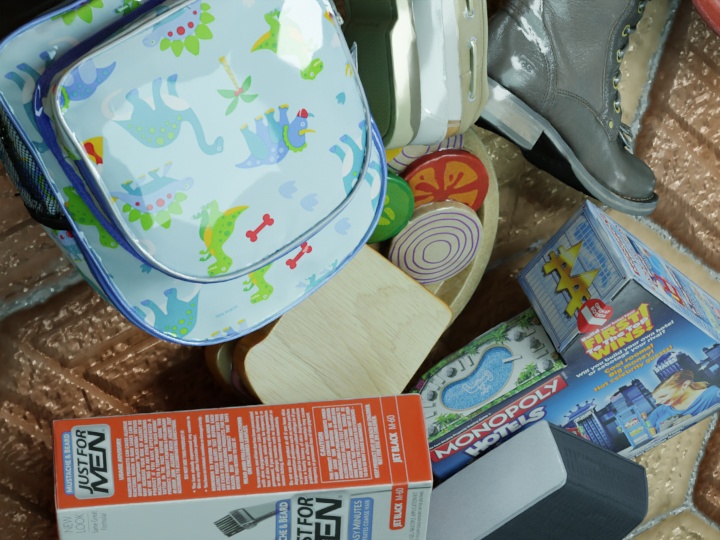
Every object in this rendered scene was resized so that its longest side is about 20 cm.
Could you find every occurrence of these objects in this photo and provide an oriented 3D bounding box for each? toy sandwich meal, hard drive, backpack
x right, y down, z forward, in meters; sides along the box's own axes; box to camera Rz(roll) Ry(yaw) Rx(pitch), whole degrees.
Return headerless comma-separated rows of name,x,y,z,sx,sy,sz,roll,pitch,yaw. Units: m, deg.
toy sandwich meal,0.000,0.000,1.525,0.205,0.070,0.205,-15,124,-23
hard drive,0.067,0.168,1.630,0.200,0.042,0.135,-37,146,20
backpack,-0.081,-0.068,1.367,0.183,0.147,0.200,-32,118,-11

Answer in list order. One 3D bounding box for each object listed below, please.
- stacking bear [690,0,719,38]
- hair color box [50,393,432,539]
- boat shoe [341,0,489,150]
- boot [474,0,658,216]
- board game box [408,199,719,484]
stacking bear,0.260,-0.154,1.557,0.122,0.114,0.200,-52,149,4
hair color box,-0.065,0.128,1.505,0.200,0.064,0.111,-3,143,-4
boat shoe,0.030,-0.164,1.437,0.068,0.075,0.200,-9,109,-33
boot,0.142,-0.135,1.538,0.200,0.069,0.174,31,91,-47
board game box,0.120,0.050,1.598,0.200,0.062,0.200,-29,147,2
